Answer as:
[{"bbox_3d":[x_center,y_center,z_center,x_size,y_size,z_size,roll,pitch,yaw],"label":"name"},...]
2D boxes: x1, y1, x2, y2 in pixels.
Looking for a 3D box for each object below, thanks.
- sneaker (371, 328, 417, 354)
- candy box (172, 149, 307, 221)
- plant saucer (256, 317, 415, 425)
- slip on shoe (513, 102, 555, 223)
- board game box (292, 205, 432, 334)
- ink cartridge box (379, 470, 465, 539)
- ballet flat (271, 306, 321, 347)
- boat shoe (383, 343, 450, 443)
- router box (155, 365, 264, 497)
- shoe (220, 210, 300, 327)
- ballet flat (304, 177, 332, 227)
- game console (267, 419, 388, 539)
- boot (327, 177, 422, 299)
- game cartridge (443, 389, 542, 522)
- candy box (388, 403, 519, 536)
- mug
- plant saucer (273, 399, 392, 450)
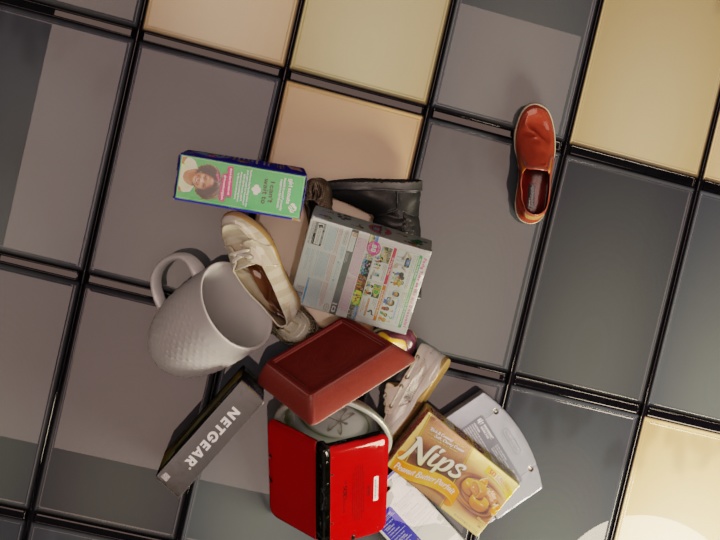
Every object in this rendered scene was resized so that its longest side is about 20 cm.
[{"bbox_3d":[0.004,0.154,1.660,0.197,0.090,0.076,-19,112,-1],"label":"sneaker"},{"bbox_3d":[-0.186,-0.137,1.590,0.197,0.169,0.078,8,98,-6],"label":"candy box"},{"bbox_3d":[-0.046,0.144,1.583,0.198,0.199,0.037,-30,118,-21],"label":"plant saucer"},{"bbox_3d":[0.294,-0.180,1.691,0.073,0.061,0.203,3,92,-4],"label":"slip on shoe"},{"bbox_3d":[0.000,0.000,1.612,0.197,0.064,0.149,17,108,-2],"label":"board game box"},{"bbox_3d":[0.090,0.434,1.719,0.099,0.039,0.200,-41,98,-2],"label":"ink cartridge box"},{"bbox_3d":[-0.139,0.062,1.654,0.068,0.075,0.200,-44,97,-3],"label":"ballet flat"},{"bbox_3d":[0.071,0.212,1.694,0.069,0.071,0.201,36,97,15],"label":"boat shoe"},{"bbox_3d":[-0.237,0.253,1.615,0.052,0.157,0.200,42,88,-7],"label":"router box"},{"bbox_3d":[-0.155,0.000,1.549,0.069,0.054,0.201,-19,114,30],"label":"shoe"},{"bbox_3d":[-0.057,-0.052,1.651,0.066,0.046,0.203,-5,106,27],"label":"ballet flat"},{"bbox_3d":[-0.053,0.335,1.651,0.170,0.119,0.203,-10,120,-20],"label":"game console"},{"bbox_3d":[0.022,-0.049,1.676,0.162,0.066,0.203,1,101,2],"label":"boot"},{"bbox_3d":[0.220,0.313,1.726,0.132,0.040,0.202,-32,96,0],"label":"game cartridge"},{"bbox_3d":[0.152,0.330,1.676,0.199,0.055,0.116,39,96,-4],"label":"candy box"},{"bbox_3d":[-0.262,0.067,1.596,0.174,0.147,0.202,-31,87,34],"label":"mug"},{"bbox_3d":[-0.043,0.250,1.650,0.197,0.201,0.051,18,47,-6],"label":"plant saucer"}]
